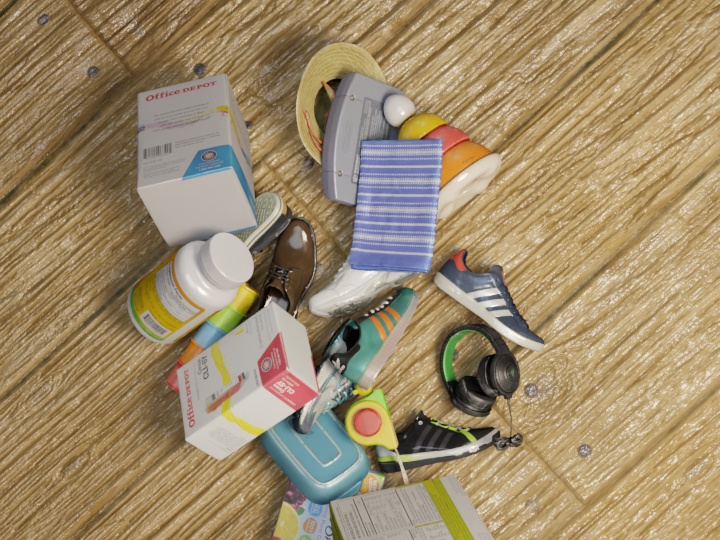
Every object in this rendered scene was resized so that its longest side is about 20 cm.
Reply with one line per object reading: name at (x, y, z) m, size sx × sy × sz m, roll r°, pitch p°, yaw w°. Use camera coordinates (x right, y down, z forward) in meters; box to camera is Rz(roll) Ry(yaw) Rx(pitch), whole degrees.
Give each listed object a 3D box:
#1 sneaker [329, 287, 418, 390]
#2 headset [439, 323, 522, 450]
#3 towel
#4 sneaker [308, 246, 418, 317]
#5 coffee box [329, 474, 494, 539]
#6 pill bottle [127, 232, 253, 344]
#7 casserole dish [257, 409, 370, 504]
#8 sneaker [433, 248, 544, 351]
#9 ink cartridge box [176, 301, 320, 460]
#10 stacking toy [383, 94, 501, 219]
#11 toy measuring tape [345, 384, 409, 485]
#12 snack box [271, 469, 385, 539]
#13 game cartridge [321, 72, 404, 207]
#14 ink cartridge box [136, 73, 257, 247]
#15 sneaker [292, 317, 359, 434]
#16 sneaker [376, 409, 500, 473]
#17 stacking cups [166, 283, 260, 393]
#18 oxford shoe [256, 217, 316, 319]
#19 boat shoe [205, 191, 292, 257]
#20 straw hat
sneaker at (0.023, 0.086, 1.521) m, size 0.080 × 0.072 × 0.200 m, roll 32°, pitch 48°, yaw 2°
headset at (0.181, 0.175, 1.504) m, size 0.124 × 0.094 × 0.201 m, roll -47°, pitch 62°, yaw 35°
towel at (0.051, -0.097, 1.504) m, size 0.144 × 0.024 × 0.202 m, roll 4°, pitch 87°, yaw 34°
sneaker at (0.000, 0.000, 1.580) m, size 0.199 × 0.078 × 0.100 m, roll -28°, pitch 74°, yaw -6°
coffee box at (0.076, 0.435, 1.399) m, size 0.196 × 0.200 × 0.201 m, roll -10°, pitch 111°, yaw -11°
pill bottle at (-0.256, 0.024, 1.533) m, size 0.200 × 0.111 × 0.112 m, roll -33°, pitch 80°, yaw 35°
casserole dish at (-0.071, 0.260, 1.528) m, size 0.121 × 0.039 × 0.200 m, roll -31°, pitch 61°, yaw -25°
sneaker at (0.212, 0.042, 1.547) m, size 0.200 × 0.075 × 0.085 m, roll 37°, pitch 93°, yaw 8°
ink cartridge box at (-0.171, 0.166, 1.501) m, size 0.199 × 0.083 × 0.146 m, roll -35°, pitch 42°, yaw 16°
stacking toy at (0.108, -0.193, 1.550) m, size 0.146 × 0.146 × 0.200 m, roll -37°, pitch 79°, yaw 1°
toy measuring tape at (0.022, 0.262, 1.498) m, size 0.073 × 0.074 × 0.201 m, roll -17°, pitch 85°, yaw 3°
snack box at (-0.055, 0.391, 1.545) m, size 0.141 × 0.053 × 0.201 m, roll 16°, pitch 85°, yaw 5°
game cartridge at (0.003, -0.198, 1.570) m, size 0.040 × 0.133 × 0.202 m, roll 6°, pitch 84°, yaw 45°
ink cartridge box at (-0.250, -0.170, 1.542) m, size 0.146 × 0.146 × 0.201 m, roll -12°, pitch 53°, yaw 4°
sneaker at (-0.031, 0.169, 1.531) m, size 0.086 × 0.078 × 0.201 m, roll 33°, pitch 62°, yaw -4°
sneaker at (0.112, 0.251, 1.535) m, size 0.199 × 0.072 × 0.083 m, roll -13°, pitch 81°, yaw 4°
stacking cups at (-0.236, 0.104, 1.589) m, size 0.060 × 0.061 × 0.201 m, roll 35°, pitch 88°, yaw 8°
oxford shoe at (-0.115, 0.012, 1.578) m, size 0.072 × 0.084 × 0.202 m, roll 11°, pitch 83°, yaw 8°
boat shoe at (-0.186, -0.044, 1.599) m, size 0.200 × 0.062 × 0.075 m, roll -41°, pitch 57°, yaw 15°
straw hat at (-0.052, -0.257, 1.597) m, size 0.085 × 0.200 × 0.203 m, roll 5°, pitch 82°, yaw 49°
